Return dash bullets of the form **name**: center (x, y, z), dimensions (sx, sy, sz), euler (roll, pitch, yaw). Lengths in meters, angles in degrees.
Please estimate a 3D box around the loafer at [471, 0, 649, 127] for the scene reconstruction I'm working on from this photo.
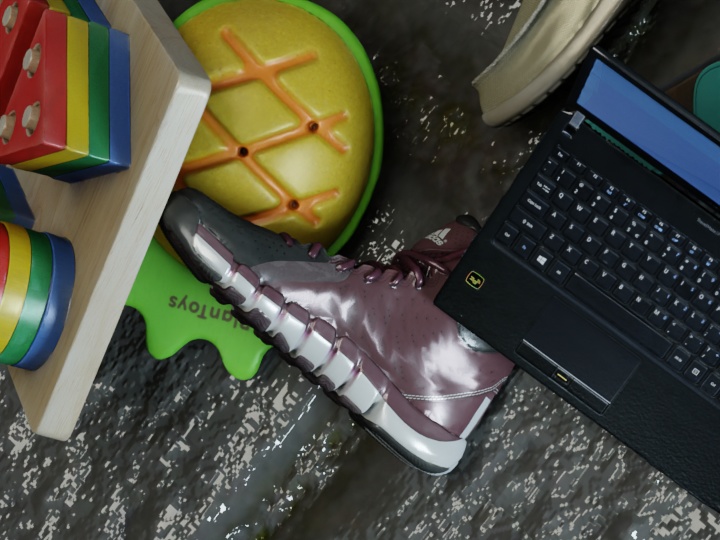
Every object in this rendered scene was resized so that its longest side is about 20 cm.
- **loafer**: center (0.116, -0.157, 1.278), dimensions (0.068, 0.076, 0.200), euler (43, 109, 9)

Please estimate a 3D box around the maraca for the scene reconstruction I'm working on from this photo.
- **maraca**: center (-0.061, -0.045, 1.336), dimensions (0.136, 0.107, 0.202), euler (14, 99, 4)

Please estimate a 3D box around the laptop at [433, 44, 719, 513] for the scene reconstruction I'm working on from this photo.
- **laptop**: center (0.137, 0.011, 1.167), dimensions (0.177, 0.103, 0.201), euler (36, 120, 5)

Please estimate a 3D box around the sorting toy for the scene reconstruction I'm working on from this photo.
- **sorting toy**: center (-0.166, -0.051, 1.321), dimensions (0.201, 0.069, 0.199), euler (-66, 27, 18)

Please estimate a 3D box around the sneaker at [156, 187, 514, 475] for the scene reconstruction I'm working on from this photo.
- **sneaker**: center (0.000, 0.000, 1.287), dimensions (0.200, 0.076, 0.116), euler (42, 84, -16)

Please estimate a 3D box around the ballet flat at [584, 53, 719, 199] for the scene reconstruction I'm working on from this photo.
- **ballet flat**: center (0.172, -0.065, 1.222), dimensions (0.199, 0.073, 0.074), euler (-11, 71, 54)
